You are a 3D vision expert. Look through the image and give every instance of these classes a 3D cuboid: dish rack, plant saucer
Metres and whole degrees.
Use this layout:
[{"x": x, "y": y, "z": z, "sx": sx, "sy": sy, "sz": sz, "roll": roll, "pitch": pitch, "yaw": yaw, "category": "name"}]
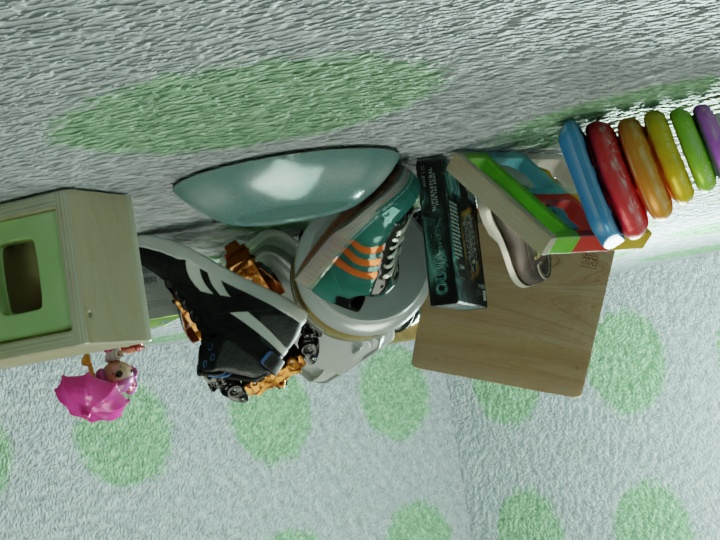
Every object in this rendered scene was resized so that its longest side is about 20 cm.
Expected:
[{"x": -0.075, "y": 0.053, "z": 1.767, "sx": 0.172, "sy": 0.200, "sz": 0.044, "roll": -36, "pitch": -162, "yaw": 48, "category": "dish rack"}, {"x": -0.061, "y": -0.067, "z": 1.311, "sx": 0.201, "sy": 0.039, "sz": 0.201, "roll": -10, "pitch": 175, "yaw": -1, "category": "plant saucer"}]

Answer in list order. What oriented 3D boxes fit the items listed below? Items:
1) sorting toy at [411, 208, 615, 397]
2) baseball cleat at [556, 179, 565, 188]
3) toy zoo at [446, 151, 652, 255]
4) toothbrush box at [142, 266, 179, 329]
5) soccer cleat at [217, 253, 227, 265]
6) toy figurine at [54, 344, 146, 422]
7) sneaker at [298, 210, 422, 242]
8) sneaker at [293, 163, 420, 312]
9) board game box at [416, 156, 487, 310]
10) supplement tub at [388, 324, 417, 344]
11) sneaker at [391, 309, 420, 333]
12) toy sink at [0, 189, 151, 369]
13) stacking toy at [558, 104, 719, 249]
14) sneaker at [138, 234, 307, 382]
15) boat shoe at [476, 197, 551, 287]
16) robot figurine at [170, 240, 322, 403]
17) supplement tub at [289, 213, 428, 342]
[{"x": 0.173, "y": 0.028, "z": 1.725, "sx": 0.200, "sy": 0.199, "sz": 0.070, "roll": 10, "pitch": -152, "yaw": 4, "category": "sorting toy"}, {"x": 0.240, "y": -0.081, "z": 1.680, "sx": 0.106, "sy": 0.070, "sz": 0.200, "roll": 5, "pitch": 180, "yaw": 38, "category": "baseball cleat"}, {"x": 0.185, "y": -0.064, "z": 1.394, "sx": 0.200, "sy": 0.131, "sz": 0.020, "roll": -4, "pitch": 130, "yaw": -48, "category": "toy zoo"}, {"x": -0.295, "y": 0.031, "z": 1.756, "sx": 0.145, "sy": 0.086, "sz": 0.200, "roll": -9, "pitch": 175, "yaw": -16, "category": "toothbrush box"}, {"x": -0.137, "y": 0.002, "z": 1.895, "sx": 0.085, "sy": 0.069, "sz": 0.200, "roll": -22, "pitch": 179, "yaw": -19, "category": "soccer cleat"}, {"x": -0.338, "y": 0.104, "z": 1.961, "sx": 0.150, "sy": 0.184, "sz": 0.200, "roll": -12, "pitch": 175, "yaw": 35, "category": "toy figurine"}, {"x": 0.029, "y": -0.040, "z": 1.770, "sx": 0.200, "sy": 0.088, "sz": 0.074, "roll": 14, "pitch": -165, "yaw": -17, "category": "sneaker"}, {"x": 0.015, "y": -0.027, "z": 1.411, "sx": 0.080, "sy": 0.071, "sz": 0.200, "roll": 34, "pitch": 143, "yaw": -9, "category": "sneaker"}, {"x": 0.090, "y": -0.031, "z": 1.455, "sx": 0.028, "sy": 0.136, "sz": 0.200, "roll": -7, "pitch": 175, "yaw": 12, "category": "board game box"}, {"x": 0.043, "y": 0.019, "z": 1.911, "sx": 0.200, "sy": 0.145, "sz": 0.145, "roll": -10, "pitch": 175, "yaw": 17, "category": "supplement tub"}, {"x": -0.014, "y": 0.026, "z": 1.815, "sx": 0.200, "sy": 0.076, "sz": 0.079, "roll": 25, "pitch": -169, "yaw": 24, "category": "sneaker"}, {"x": -0.298, "y": 0.014, "z": 1.289, "sx": 0.200, "sy": 0.131, "sz": 0.112, "roll": -10, "pitch": 175, "yaw": 23, "category": "toy sink"}, {"x": 0.280, "y": -0.103, "z": 1.290, "sx": 0.200, "sy": 0.110, "sz": 0.116, "roll": -21, "pitch": 171, "yaw": 12, "category": "stacking toy"}, {"x": -0.166, "y": 0.048, "z": 1.568, "sx": 0.200, "sy": 0.112, "sz": 0.073, "roll": 25, "pitch": 168, "yaw": 5, "category": "sneaker"}, {"x": 0.173, "y": -0.043, "z": 1.570, "sx": 0.059, "sy": 0.072, "sz": 0.200, "roll": -10, "pitch": 148, "yaw": 17, "category": "boat shoe"}, {"x": -0.128, "y": 0.063, "z": 1.695, "sx": 0.145, "sy": 0.058, "sz": 0.200, "roll": -29, "pitch": 134, "yaw": -1, "category": "robot figurine"}, {"x": 0.000, "y": 0.000, "z": 1.593, "sx": 0.144, "sy": 0.145, "sz": 0.200, "roll": -9, "pitch": 176, "yaw": -5, "category": "supplement tub"}]
